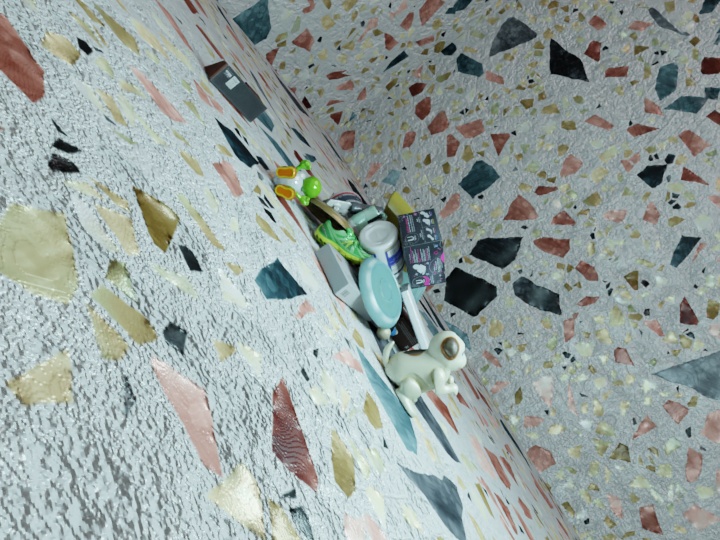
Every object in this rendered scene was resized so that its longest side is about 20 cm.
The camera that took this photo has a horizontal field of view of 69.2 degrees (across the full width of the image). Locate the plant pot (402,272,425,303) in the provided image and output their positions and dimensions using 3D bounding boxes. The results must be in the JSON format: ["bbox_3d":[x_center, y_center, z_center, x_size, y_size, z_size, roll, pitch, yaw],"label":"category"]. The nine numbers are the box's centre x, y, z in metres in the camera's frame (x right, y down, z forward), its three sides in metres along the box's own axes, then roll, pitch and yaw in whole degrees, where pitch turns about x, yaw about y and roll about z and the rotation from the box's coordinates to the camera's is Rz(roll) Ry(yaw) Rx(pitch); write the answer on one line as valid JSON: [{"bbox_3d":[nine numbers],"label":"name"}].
[{"bbox_3d":[0.159,0.062,1.916,0.133,0.202,0.200,28,9,4],"label":"plant pot"}]

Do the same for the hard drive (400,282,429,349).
[{"bbox_3d":[0.164,0.145,1.545,0.132,0.026,0.202,-52,122,-80],"label":"hard drive"}]

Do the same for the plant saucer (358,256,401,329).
[{"bbox_3d":[0.061,0.056,1.412,0.200,0.027,0.202,37,44,-45],"label":"plant saucer"}]

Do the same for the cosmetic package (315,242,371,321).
[{"bbox_3d":[-0.031,0.034,1.408,0.200,0.051,0.151,43,13,-53],"label":"cosmetic package"}]

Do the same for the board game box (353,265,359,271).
[{"bbox_3d":[0.000,0.000,1.583,0.201,0.034,0.126,57,-13,5],"label":"board game box"}]

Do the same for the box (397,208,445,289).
[{"bbox_3d":[0.181,-0.062,1.545,0.201,0.113,0.133,75,6,-51],"label":"box"}]

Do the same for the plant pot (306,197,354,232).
[{"bbox_3d":[-0.089,-0.157,1.580,0.199,0.028,0.200,39,-8,6],"label":"plant pot"}]

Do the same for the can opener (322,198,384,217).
[{"bbox_3d":[-0.023,-0.198,1.652,0.198,0.053,0.067,8,45,-19],"label":"can opener"}]

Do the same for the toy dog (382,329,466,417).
[{"bbox_3d":[0.171,0.231,1.301,0.195,0.199,0.139,57,9,6],"label":"toy dog"}]

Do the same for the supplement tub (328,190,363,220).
[{"bbox_3d":[-0.036,-0.165,1.767,0.140,0.140,0.201,47,13,-42],"label":"supplement tub"}]

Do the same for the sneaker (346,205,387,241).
[{"bbox_3d":[0.051,-0.115,1.655,0.201,0.118,0.074,56,2,-41],"label":"sneaker"}]

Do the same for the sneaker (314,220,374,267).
[{"bbox_3d":[-0.033,-0.074,1.467,0.199,0.084,0.074,33,-10,3],"label":"sneaker"}]

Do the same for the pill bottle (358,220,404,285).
[{"bbox_3d":[0.071,-0.039,1.578,0.201,0.119,0.120,73,-6,-45],"label":"pill bottle"}]

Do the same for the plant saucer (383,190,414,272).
[{"bbox_3d":[0.118,-0.119,1.692,0.048,0.201,0.200,-19,60,-36],"label":"plant saucer"}]

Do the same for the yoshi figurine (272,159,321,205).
[{"bbox_3d":[-0.165,-0.243,1.461,0.113,0.112,0.200,56,13,-1],"label":"yoshi figurine"}]

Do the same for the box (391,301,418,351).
[{"bbox_3d":[0.136,0.178,1.684,0.101,0.075,0.200,56,11,-7],"label":"box"}]

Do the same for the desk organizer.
[{"bbox_3d":[-0.376,-0.550,1.579,0.077,0.071,0.200,59,10,32],"label":"desk organizer"}]

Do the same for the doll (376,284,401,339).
[{"bbox_3d":[0.087,0.129,1.509,0.201,0.048,0.138,-67,150,-54],"label":"doll"}]
